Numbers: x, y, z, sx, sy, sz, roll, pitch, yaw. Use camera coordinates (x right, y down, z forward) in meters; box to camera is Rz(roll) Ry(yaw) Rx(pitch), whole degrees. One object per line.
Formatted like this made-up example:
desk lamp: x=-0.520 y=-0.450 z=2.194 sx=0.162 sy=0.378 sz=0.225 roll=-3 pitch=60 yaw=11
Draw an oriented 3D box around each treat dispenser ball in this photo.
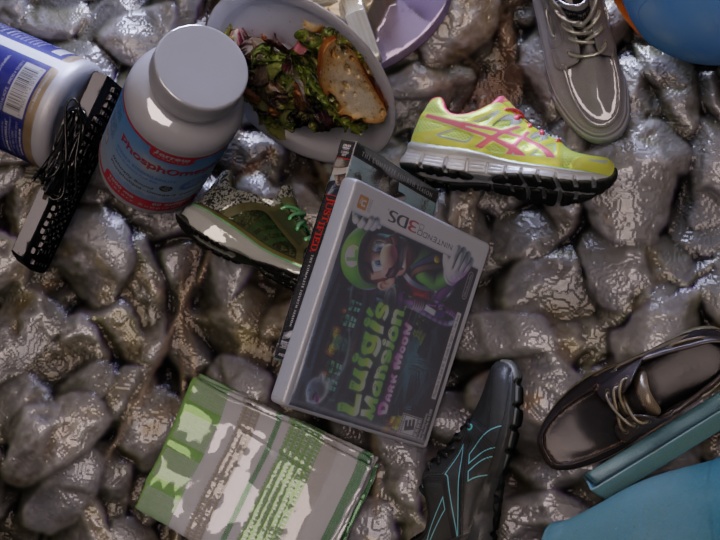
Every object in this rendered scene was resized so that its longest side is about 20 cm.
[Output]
treat dispenser ball: x=0.311 y=-0.279 z=1.062 sx=0.200 sy=0.201 sz=0.202 roll=-2 pitch=81 yaw=10

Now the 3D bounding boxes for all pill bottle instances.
pill bottle: x=-0.169 y=-0.137 z=1.121 sx=0.108 sy=0.200 sz=0.109 roll=8 pitch=67 yaw=-19
pill bottle: x=-0.361 y=-0.185 z=1.217 sx=0.199 sy=0.116 sz=0.116 roll=25 pitch=86 yaw=13

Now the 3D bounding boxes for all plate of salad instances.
plate of salad: x=-0.061 y=-0.168 z=1.124 sx=0.199 sy=0.200 sz=0.048 roll=24 pitch=57 yaw=13

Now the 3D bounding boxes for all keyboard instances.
keyboard: x=-0.274 y=-0.090 z=1.191 sx=0.039 sy=0.104 sz=0.201 roll=22 pitch=87 yaw=14

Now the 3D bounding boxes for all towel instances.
towel: x=-0.099 y=0.201 z=1.151 sx=0.199 sy=0.031 sz=0.150 roll=24 pitch=85 yaw=13

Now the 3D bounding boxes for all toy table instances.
toy table: x=-0.013 y=-0.260 z=1.165 sx=0.199 sy=0.117 sz=0.184 roll=-31 pitch=77 yaw=3

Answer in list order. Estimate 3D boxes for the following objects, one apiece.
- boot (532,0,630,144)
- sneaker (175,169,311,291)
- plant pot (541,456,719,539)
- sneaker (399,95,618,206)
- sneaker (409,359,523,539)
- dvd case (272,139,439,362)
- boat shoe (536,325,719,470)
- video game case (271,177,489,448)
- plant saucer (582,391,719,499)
boot: x=0.196 y=-0.219 z=1.129 sx=0.073 sy=0.096 sz=0.201 roll=-19 pitch=78 yaw=7
sneaker: x=-0.074 y=-0.039 z=1.167 sx=0.199 sy=0.077 sz=0.089 roll=25 pitch=78 yaw=11
plant pot: x=0.254 y=0.259 z=1.004 sx=0.187 sy=0.200 sz=0.201 roll=-15 pitch=78 yaw=24
sneaker: x=0.140 y=-0.117 z=1.135 sx=0.199 sy=0.078 sz=0.091 roll=11 pitch=76 yaw=10
sneaker: x=0.096 y=0.174 z=1.097 sx=0.079 sy=0.075 sz=0.201 roll=13 pitch=83 yaw=14
dvd case: x=0.000 y=0.000 z=1.110 sx=0.022 sy=0.146 sz=0.201 roll=11 pitch=81 yaw=37
boat shoe: x=0.241 y=0.107 z=1.080 sx=0.200 sy=0.073 sz=0.075 roll=-34 pitch=77 yaw=4
video game case: x=0.023 y=0.042 z=1.089 sx=0.023 sy=0.181 sz=0.201 roll=12 pitch=82 yaw=49
plant saucer: x=0.285 y=0.139 z=1.071 sx=0.200 sy=0.070 sz=0.019 roll=-33 pitch=88 yaw=4
